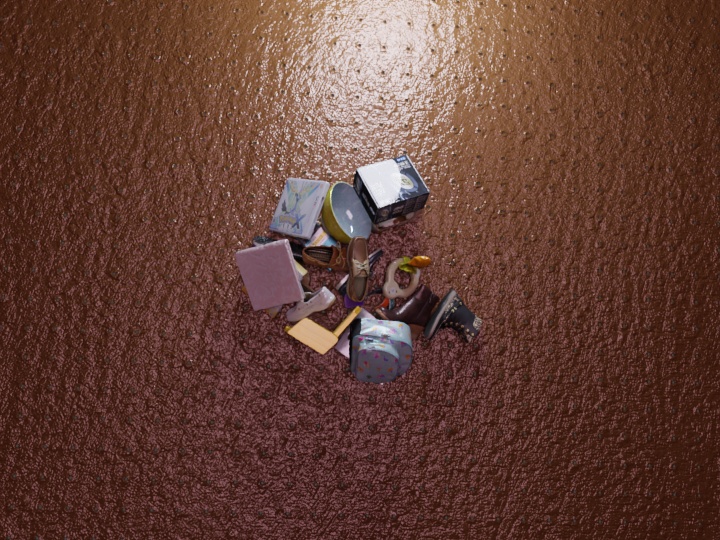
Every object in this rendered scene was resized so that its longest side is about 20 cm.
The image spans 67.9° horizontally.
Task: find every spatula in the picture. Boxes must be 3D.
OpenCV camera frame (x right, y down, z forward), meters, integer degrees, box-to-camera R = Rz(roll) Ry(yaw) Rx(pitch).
[{"bbox_3d":[0.039,0.075,1.742,0.194,0.021,0.058,-16,117,-21],"label":"spatula"}]

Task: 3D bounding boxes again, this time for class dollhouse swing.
[{"bbox_3d":[-0.114,0.152,1.655,0.178,0.200,0.180,29,85,0],"label":"dollhouse swing"}]

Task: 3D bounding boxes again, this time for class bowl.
[{"bbox_3d":[-0.064,-0.168,1.720,0.106,0.198,0.206,-25,87,36],"label":"bowl"}]

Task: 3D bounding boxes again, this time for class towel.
[{"bbox_3d":[-0.277,0.015,1.645,0.194,0.032,0.197,-12,104,24],"label":"towel"}]

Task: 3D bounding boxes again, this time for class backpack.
[{"bbox_3d":[0.066,0.244,1.625,0.192,0.156,0.180,-1,127,-7],"label":"backpack"}]

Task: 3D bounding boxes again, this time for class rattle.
[{"bbox_3d":[0.138,0.055,1.700,0.201,0.141,0.131,-51,128,-20],"label":"rattle"}]

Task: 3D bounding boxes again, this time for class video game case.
[{"bbox_3d":[-0.197,-0.201,1.702,0.022,0.196,0.188,28,80,-46],"label":"video game case"}]

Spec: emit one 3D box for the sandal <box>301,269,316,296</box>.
[{"bbox_3d":[-0.186,0.032,1.740,0.211,0.077,0.070,44,51,-7],"label":"sandal"}]

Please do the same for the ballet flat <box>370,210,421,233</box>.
[{"bbox_3d":[0.124,-0.179,1.764,0.196,0.067,0.070,-29,91,-5],"label":"ballet flat"}]

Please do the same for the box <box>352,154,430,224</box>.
[{"bbox_3d":[0.096,-0.260,1.709,0.194,0.087,0.167,-18,64,-21],"label":"box"}]

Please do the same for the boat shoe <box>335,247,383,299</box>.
[{"bbox_3d":[0.007,0.009,1.738,0.199,0.075,0.062,-43,87,-4],"label":"boat shoe"}]

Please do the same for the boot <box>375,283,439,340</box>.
[{"bbox_3d":[0.152,0.113,1.710,0.198,0.072,0.169,32,89,-32],"label":"boot"}]

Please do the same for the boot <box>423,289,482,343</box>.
[{"bbox_3d":[0.300,0.178,1.721,0.150,0.073,0.201,40,54,-4],"label":"boot"}]

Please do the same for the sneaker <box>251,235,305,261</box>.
[{"bbox_3d":[-0.260,-0.046,1.741,0.193,0.076,0.090,14,113,-10],"label":"sneaker"}]

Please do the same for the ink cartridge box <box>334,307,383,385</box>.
[{"bbox_3d":[0.038,0.247,1.741,0.197,0.050,0.164,35,85,9],"label":"ink cartridge box"}]

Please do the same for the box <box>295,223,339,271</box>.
[{"bbox_3d":[-0.143,-0.097,1.750,0.199,0.049,0.083,43,84,1],"label":"box"}]

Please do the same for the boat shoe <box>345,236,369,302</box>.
[{"bbox_3d":[0.000,0.000,1.648,0.073,0.074,0.208,-5,107,-21],"label":"boat shoe"}]

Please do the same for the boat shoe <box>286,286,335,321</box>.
[{"bbox_3d":[-0.168,0.099,1.683,0.196,0.071,0.070,-25,111,30],"label":"boat shoe"}]

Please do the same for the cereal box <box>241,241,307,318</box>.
[{"bbox_3d":[-0.273,0.032,1.688,0.143,0.040,0.201,40,117,3],"label":"cereal box"}]

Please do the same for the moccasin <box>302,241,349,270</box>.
[{"bbox_3d":[-0.086,-0.048,1.683,0.194,0.078,0.076,12,73,-4],"label":"moccasin"}]
